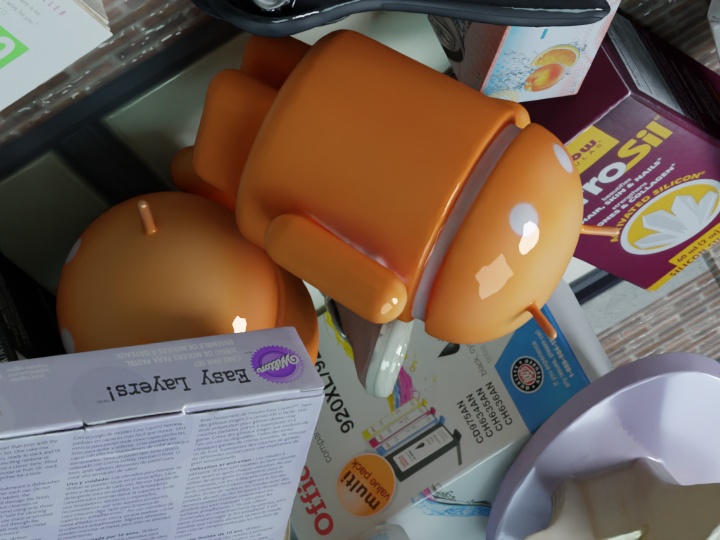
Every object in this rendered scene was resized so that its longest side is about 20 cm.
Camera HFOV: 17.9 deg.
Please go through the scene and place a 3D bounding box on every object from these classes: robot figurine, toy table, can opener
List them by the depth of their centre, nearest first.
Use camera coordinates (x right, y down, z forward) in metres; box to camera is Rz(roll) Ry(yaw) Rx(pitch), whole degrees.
[{"bbox_3d":[0.017,-0.141,1.049,0.199,0.064,0.079,-1,-167,5],"label":"can opener"},{"bbox_3d":[0.021,-0.041,1.085,0.117,0.200,0.144,-63,170,6],"label":"robot figurine"},{"bbox_3d":[-0.089,0.024,1.183,0.144,0.117,0.200,-45,164,-1],"label":"robot figurine"},{"bbox_3d":[0.151,0.156,1.279,0.183,0.117,0.200,11,124,-16],"label":"toy table"}]

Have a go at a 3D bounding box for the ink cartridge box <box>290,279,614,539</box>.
[{"bbox_3d":[0.051,0.091,1.398,0.200,0.147,0.145,-33,150,11],"label":"ink cartridge box"}]

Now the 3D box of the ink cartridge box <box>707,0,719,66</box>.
[{"bbox_3d":[0.250,-0.134,1.192,0.083,0.145,0.200,11,159,21],"label":"ink cartridge box"}]

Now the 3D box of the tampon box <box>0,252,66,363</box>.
[{"bbox_3d":[-0.239,0.100,1.179,0.200,0.150,0.126,-31,150,6],"label":"tampon box"}]

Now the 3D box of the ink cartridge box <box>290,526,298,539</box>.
[{"bbox_3d":[-0.130,0.192,1.410,0.199,0.085,0.146,-9,156,22],"label":"ink cartridge box"}]

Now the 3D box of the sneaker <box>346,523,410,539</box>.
[{"bbox_3d":[0.022,0.225,1.353,0.074,0.082,0.200,-25,151,-1],"label":"sneaker"}]

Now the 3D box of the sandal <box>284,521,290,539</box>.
[{"bbox_3d":[-0.081,0.119,1.284,0.080,0.200,0.054,-14,143,3],"label":"sandal"}]

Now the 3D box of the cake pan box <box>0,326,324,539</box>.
[{"bbox_3d":[-0.122,0.114,1.089,0.199,0.052,0.184,-8,139,-22],"label":"cake pan box"}]

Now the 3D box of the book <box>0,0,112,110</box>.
[{"bbox_3d":[-0.229,-0.095,0.998,0.200,0.048,0.134,-33,146,14],"label":"book"}]

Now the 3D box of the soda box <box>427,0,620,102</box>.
[{"bbox_3d":[0.096,-0.170,1.103,0.063,0.069,0.200,-8,146,-24],"label":"soda box"}]

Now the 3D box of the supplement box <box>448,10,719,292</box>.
[{"bbox_3d":[0.140,-0.070,1.276,0.110,0.086,0.200,-39,148,22],"label":"supplement box"}]

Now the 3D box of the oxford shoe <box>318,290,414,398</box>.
[{"bbox_3d":[0.000,0.000,1.193,0.058,0.200,0.075,14,120,-10],"label":"oxford shoe"}]
